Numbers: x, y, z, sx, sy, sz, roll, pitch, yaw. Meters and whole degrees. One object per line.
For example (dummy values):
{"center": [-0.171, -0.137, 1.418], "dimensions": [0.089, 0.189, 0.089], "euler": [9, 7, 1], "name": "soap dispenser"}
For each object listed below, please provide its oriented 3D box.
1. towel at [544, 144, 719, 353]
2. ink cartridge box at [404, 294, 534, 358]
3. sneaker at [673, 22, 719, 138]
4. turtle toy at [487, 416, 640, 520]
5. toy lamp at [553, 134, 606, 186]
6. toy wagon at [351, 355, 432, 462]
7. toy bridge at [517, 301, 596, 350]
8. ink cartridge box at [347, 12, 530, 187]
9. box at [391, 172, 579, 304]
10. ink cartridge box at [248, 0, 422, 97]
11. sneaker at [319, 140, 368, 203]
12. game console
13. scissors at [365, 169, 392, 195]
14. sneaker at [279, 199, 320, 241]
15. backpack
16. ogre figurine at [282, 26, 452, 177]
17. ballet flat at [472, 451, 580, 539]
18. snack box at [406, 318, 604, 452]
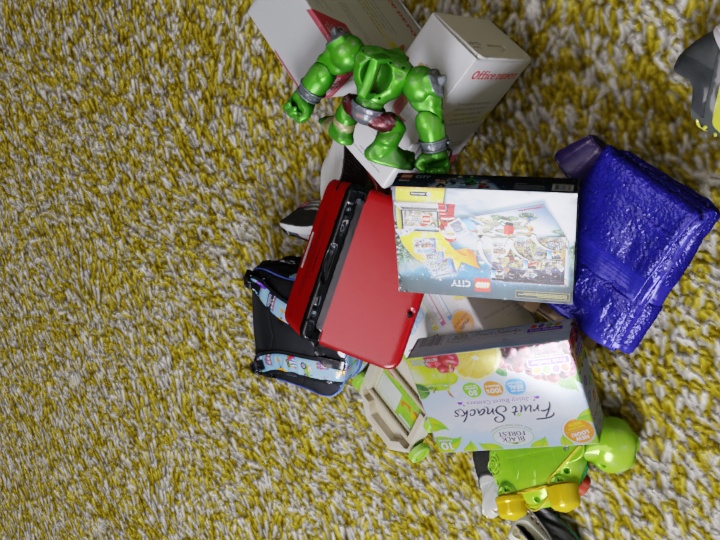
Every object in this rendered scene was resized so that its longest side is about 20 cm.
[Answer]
{"center": [0.284, -0.020, 0.963], "dimensions": [0.147, 0.049, 0.201], "euler": [36, 121, 22], "name": "towel"}
{"center": [0.119, 0.045, 1.128], "dimensions": [0.128, 0.125, 0.201], "euler": [-36, 79, 36], "name": "ink cartridge box"}
{"center": [0.400, -0.161, 0.915], "dimensions": [0.084, 0.074, 0.201], "euler": [-27, 76, 43], "name": "sneaker"}
{"center": [0.248, 0.232, 1.092], "dimensions": [0.199, 0.101, 0.147], "euler": [-21, 65, 35], "name": "turtle toy"}
{"center": [0.217, -0.087, 1.060], "dimensions": [0.200, 0.058, 0.058], "euler": [-44, 75, 28], "name": "toy lamp"}
{"center": [0.061, 0.168, 1.223], "dimensions": [0.155, 0.039, 0.201], "euler": [49, 137, 30], "name": "toy wagon"}
{"center": [0.209, 0.033, 1.077], "dimensions": [0.199, 0.067, 0.027], "euler": [34, 94, -6], "name": "toy bridge"}
{"center": [0.094, -0.208, 1.064], "dimensions": [0.084, 0.145, 0.200], "euler": [50, 124, 17], "name": "ink cartridge box"}
{"center": [0.137, -0.036, 0.959], "dimensions": [0.199, 0.038, 0.137], "euler": [4, 122, 16], "name": "box"}
{"center": [-0.020, -0.302, 1.100], "dimensions": [0.083, 0.200, 0.146], "euler": [-42, 76, 38], "name": "ink cartridge box"}
{"center": [-0.018, -0.173, 1.205], "dimensions": [0.085, 0.072, 0.201], "euler": [25, 98, 60], "name": "sneaker"}
{"center": [0.000, 0.000, 1.098], "dimensions": [0.172, 0.118, 0.201], "euler": [-152, 81, -71], "name": "game console"}
{"center": [0.032, -0.071, 1.166], "dimensions": [0.014, 0.073, 0.201], "euler": [158, 121, -70], "name": "scissors"}
{"center": [-0.035, -0.043, 1.253], "dimensions": [0.199, 0.080, 0.087], "euler": [15, 130, 43], "name": "sneaker"}
{"center": [-0.060, 0.079, 1.240], "dimensions": [0.199, 0.134, 0.184], "euler": [14, 112, 44], "name": "backpack"}
{"center": [0.018, -0.188, 0.963], "dimensions": [0.200, 0.098, 0.120], "euler": [38, 127, 27], "name": "ogre figurine"}
{"center": [0.210, 0.319, 1.157], "dimensions": [0.200, 0.068, 0.068], "euler": [44, 142, 20], "name": "ballet flat"}
{"center": [0.171, 0.140, 1.025], "dimensions": [0.199, 0.053, 0.143], "euler": [-10, 114, 28], "name": "snack box"}
